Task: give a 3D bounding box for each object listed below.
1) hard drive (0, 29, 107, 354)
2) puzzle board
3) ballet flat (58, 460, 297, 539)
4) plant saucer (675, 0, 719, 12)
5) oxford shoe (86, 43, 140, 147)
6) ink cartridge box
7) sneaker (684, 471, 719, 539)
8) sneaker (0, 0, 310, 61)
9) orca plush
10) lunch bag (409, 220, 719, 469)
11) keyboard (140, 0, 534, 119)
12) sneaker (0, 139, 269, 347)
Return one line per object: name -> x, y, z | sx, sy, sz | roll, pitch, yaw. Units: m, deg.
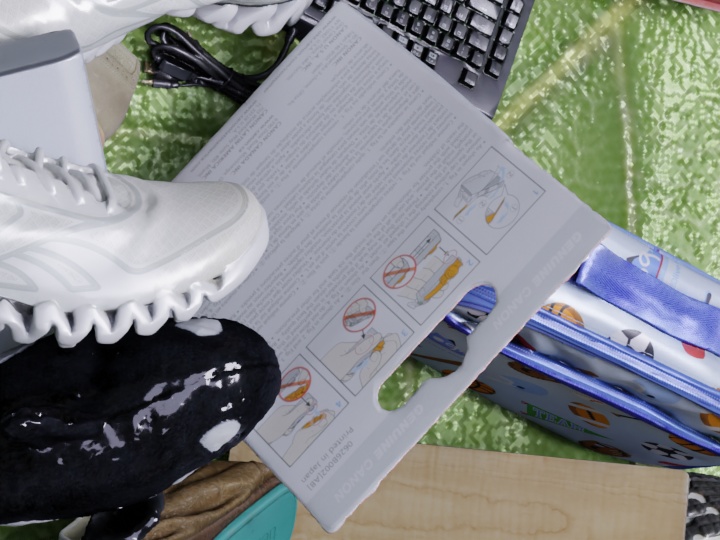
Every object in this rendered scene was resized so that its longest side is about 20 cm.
hard drive -> -0.156, 0.012, 1.103 | 0.131, 0.027, 0.201 | -15, 124, -9
puzzle board -> 0.034, 0.149, 1.187 | 0.199, 0.017, 0.152 | 5, 73, 8
ballet flat -> -0.094, 0.122, 1.116 | 0.072, 0.200, 0.068 | 14, 115, 18
plant saucer -> 0.104, -0.228, 1.277 | 0.199, 0.037, 0.201 | 12, 81, -23
oxford shoe -> -0.176, -0.120, 1.152 | 0.200, 0.071, 0.074 | 44, 52, -19
ink cartridge box -> 0.000, 0.000, 1.126 | 0.162, 0.200, 0.050 | -47, 138, 0
sneaker -> 0.096, 0.159, 1.247 | 0.199, 0.077, 0.089 | -27, 119, -5
sneaker -> -0.083, -0.129, 1.123 | 0.199, 0.081, 0.076 | -16, 86, -39
orca plush -> -0.131, 0.049, 1.052 | 0.199, 0.071, 0.106 | 3, 78, 2
lunch bag -> 0.094, 0.024, 1.200 | 0.199, 0.160, 0.076 | 24, 79, -21
keyboard -> -0.023, -0.117, 1.232 | 0.199, 0.021, 0.128 | 26, 78, -19
sneaker -> -0.130, -0.017, 1.038 | 0.199, 0.075, 0.082 | -7, 114, -15
